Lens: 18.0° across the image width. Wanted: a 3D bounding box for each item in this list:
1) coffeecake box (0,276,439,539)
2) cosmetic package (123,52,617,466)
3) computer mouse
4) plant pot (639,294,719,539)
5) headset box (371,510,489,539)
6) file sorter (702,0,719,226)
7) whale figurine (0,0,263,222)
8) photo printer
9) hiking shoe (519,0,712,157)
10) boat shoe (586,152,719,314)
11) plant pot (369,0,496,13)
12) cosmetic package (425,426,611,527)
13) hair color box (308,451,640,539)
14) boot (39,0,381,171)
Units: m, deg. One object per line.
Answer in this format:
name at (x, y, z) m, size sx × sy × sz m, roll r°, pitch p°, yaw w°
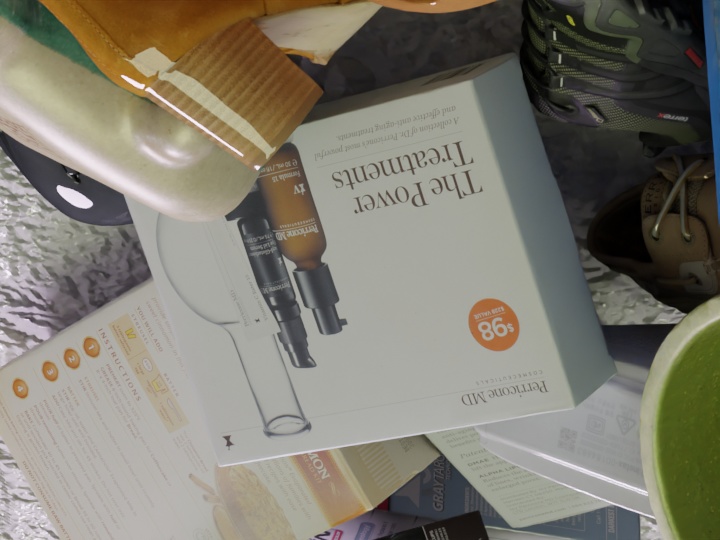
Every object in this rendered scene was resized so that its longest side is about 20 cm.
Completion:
coffeecake box at (-0.083, 0.078, 1.182) m, size 0.200 × 0.073 × 0.154 m, roll -29°, pitch 92°, yaw 36°
cosmetic package at (0.000, 0.000, 1.027) m, size 0.200 × 0.052 × 0.151 m, roll -13°, pitch 103°, yaw 34°
computer mouse at (-0.168, -0.070, 1.074) m, size 0.140 × 0.046 × 0.200 m, roll -8°, pitch 142°, yaw 13°
plant pot at (0.248, 0.059, 0.906) m, size 0.200 × 0.190 × 0.200 m, roll 31°, pitch 136°, yaw 35°
headset box at (-0.031, 0.207, 1.231) m, size 0.200 × 0.075 × 0.149 m, roll -14°, pitch 162°, yaw -15°
file sorter at (0.213, -0.117, 0.852) m, size 0.139 × 0.200 × 0.123 m, roll 9°, pitch 141°, yaw -7°
whale figurine at (-0.110, -0.097, 0.937) m, size 0.159 × 0.104 × 0.200 m, roll 26°, pitch 175°, yaw 37°
photo printer at (0.176, 0.071, 1.080) m, size 0.166 × 0.070 × 0.200 m, roll 17°, pitch -168°, yaw 43°
hiking shoe at (0.097, -0.103, 0.983) m, size 0.101 × 0.076 × 0.200 m, roll -31°, pitch 132°, yaw 33°
boat shoe at (0.159, -0.020, 1.053) m, size 0.064 × 0.071 × 0.200 m, roll 21°, pitch 165°, yaw -10°
plant pot at (0.013, -0.182, 0.805) m, size 0.200 × 0.200 × 0.140 m, roll -11°, pitch 159°, yaw 19°
cosmetic package at (0.065, 0.039, 1.159) m, size 0.074 × 0.102 × 0.200 m, roll -18°, pitch 137°, yaw 25°
hair color box at (0.055, 0.149, 1.343) m, size 0.200 × 0.061 × 0.099 m, roll 9°, pitch 143°, yaw -8°
boot at (-0.057, -0.137, 0.898) m, size 0.144 × 0.201 × 0.071 m, roll 42°, pitch 128°, yaw -9°
